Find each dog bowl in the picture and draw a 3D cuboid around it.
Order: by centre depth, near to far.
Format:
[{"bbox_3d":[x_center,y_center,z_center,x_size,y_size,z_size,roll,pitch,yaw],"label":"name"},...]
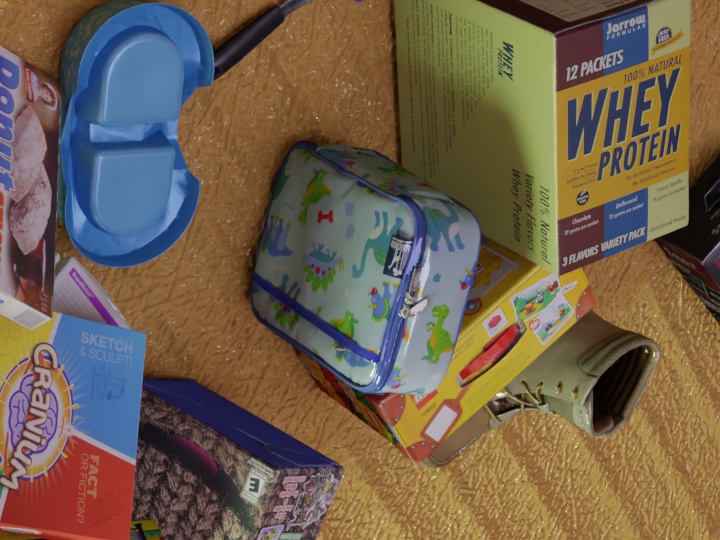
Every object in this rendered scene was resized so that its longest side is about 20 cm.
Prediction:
[{"bbox_3d":[-0.171,-0.104,1.708,0.111,0.050,0.201,-6,115,-33],"label":"dog bowl"}]

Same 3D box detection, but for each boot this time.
[{"bbox_3d":[0.142,0.107,1.960,0.200,0.155,0.072,-47,130,-8],"label":"boot"}]

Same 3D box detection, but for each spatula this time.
[{"bbox_3d":[-0.045,-0.200,1.770,0.200,0.021,0.057,-36,141,-14],"label":"spatula"}]

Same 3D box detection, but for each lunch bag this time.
[{"bbox_3d":[0.000,0.000,1.779,0.082,0.200,0.161,4,109,-36],"label":"lunch bag"}]

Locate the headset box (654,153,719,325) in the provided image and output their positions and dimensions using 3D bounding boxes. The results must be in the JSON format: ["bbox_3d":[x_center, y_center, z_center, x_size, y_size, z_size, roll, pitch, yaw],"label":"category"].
[{"bbox_3d":[0.363,-0.029,2.106,0.149,0.077,0.200,-48,131,-7],"label":"headset box"}]

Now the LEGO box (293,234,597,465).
[{"bbox_3d":[0.063,0.038,1.876,0.200,0.149,0.077,-41,129,-13],"label":"LEGO box"}]

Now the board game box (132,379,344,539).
[{"bbox_3d":[-0.132,0.205,1.794,0.097,0.159,0.201,6,109,-60],"label":"board game box"}]

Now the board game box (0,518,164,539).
[{"bbox_3d":[-0.254,0.249,1.677,0.200,0.057,0.165,2,140,-46],"label":"board game box"}]

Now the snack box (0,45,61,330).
[{"bbox_3d":[-0.240,-0.060,1.605,0.024,0.201,0.072,-27,139,32],"label":"snack box"}]

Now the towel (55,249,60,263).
[{"bbox_3d":[-0.317,-0.036,1.615,0.152,0.023,0.200,-42,109,-13],"label":"towel"}]

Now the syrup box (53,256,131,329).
[{"bbox_3d":[-0.256,0.086,1.659,0.082,0.079,0.200,55,51,-23],"label":"syrup box"}]

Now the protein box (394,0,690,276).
[{"bbox_3d":[0.139,-0.136,1.811,0.135,0.200,0.199,-20,122,-29],"label":"protein box"}]

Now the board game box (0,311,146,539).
[{"bbox_3d":[-0.240,0.099,1.589,0.200,0.040,0.154,15,73,-41],"label":"board game box"}]
